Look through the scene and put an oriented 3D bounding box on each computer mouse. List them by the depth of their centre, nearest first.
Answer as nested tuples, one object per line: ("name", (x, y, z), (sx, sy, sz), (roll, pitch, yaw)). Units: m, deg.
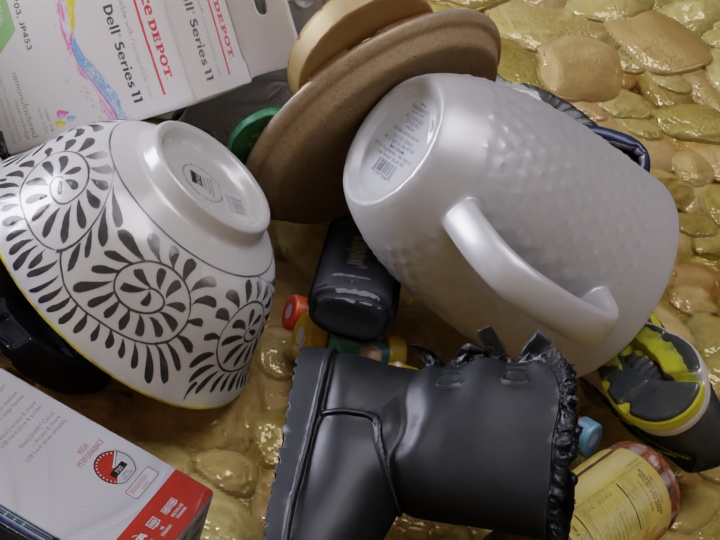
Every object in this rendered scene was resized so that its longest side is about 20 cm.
("computer mouse", (-0.218, 0.033, 1.176), (0.199, 0.034, 0.059), (27, 14, -43))

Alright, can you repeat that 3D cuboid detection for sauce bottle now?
("sauce bottle", (0.106, 0.164, 1.191), (0.066, 0.066, 0.199), (40, 46, 24))

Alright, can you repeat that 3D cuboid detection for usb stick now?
("usb stick", (0.000, 0.000, 1.306), (0.055, 0.033, 0.200), (16, 17, -1))

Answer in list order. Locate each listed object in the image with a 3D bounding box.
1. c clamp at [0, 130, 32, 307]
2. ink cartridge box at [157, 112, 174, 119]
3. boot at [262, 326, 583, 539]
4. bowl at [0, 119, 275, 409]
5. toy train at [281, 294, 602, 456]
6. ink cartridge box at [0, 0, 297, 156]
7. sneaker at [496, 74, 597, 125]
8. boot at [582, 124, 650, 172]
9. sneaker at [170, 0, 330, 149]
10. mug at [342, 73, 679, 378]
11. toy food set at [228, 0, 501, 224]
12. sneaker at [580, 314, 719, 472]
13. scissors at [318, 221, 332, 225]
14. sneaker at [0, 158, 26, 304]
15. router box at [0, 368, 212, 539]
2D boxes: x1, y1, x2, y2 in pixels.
("c clamp", (-0.244, -0.030, 1.309), (0.169, 0.027, 0.201), (-8, 48, -21))
("ink cartridge box", (-0.197, -0.204, 1.473), (0.145, 0.085, 0.201), (5, 43, -14))
("boot", (0.035, 0.126, 1.131), (0.161, 0.074, 0.200), (4, 62, 10))
("bowl", (-0.115, -0.025, 1.232), (0.200, 0.094, 0.201), (36, 25, -20))
("toy train", (0.041, 0.077, 1.278), (0.199, 0.056, 0.150), (28, 14, 25))
("ink cartridge box", (-0.143, -0.152, 1.286), (0.199, 0.118, 0.067), (-13, 8, 33))
("sneaker", (0.098, -0.095, 1.490), (0.199, 0.076, 0.077), (30, 64, 15))
("boot", (0.097, -0.082, 1.405), (0.198, 0.090, 0.074), (5, 84, 1))
("sneaker", (-0.055, -0.148, 1.376), (0.080, 0.201, 0.147), (31, 34, -2))
("mug", (0.088, -0.023, 1.238), (0.175, 0.148, 0.200), (32, 17, -30))
("toy food set", (0.001, -0.099, 1.311), (0.199, 0.198, 0.049), (-5, 54, -54))
("sneaker", (0.171, 0.063, 1.324), (0.074, 0.085, 0.200), (-34, 32, 3))
("scissors", (0.065, -0.025, 1.427), (0.198, 0.014, 0.073), (-6, 46, -28))
("sneaker", (-0.260, -0.051, 1.268), (0.084, 0.074, 0.201), (-29, 65, 8))
("router box", (-0.204, 0.148, 1.099), (0.178, 0.049, 0.200), (28, 41, 10))
